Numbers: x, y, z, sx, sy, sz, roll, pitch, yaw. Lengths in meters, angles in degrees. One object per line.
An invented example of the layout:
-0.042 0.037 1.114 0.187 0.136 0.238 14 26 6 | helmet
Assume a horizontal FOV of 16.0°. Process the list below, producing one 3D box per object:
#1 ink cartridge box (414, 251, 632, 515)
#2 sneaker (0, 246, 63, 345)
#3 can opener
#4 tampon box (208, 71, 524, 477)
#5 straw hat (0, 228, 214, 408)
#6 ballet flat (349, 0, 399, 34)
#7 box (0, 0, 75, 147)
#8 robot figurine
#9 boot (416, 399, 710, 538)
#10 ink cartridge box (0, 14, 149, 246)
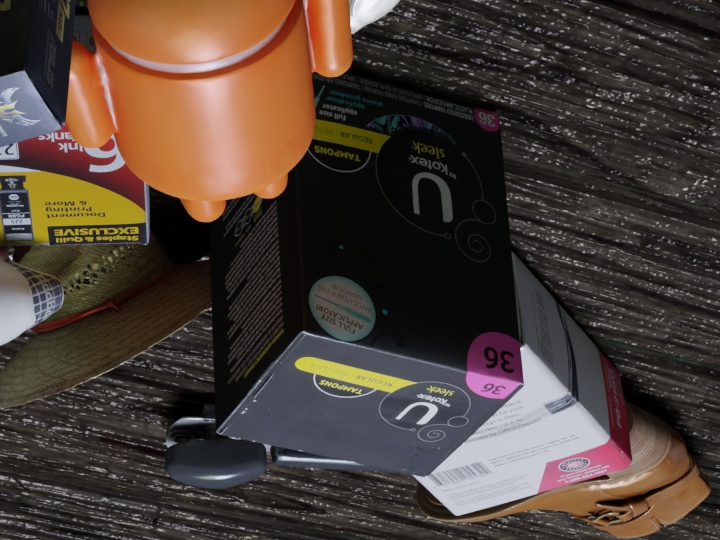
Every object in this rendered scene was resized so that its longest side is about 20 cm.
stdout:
0.085 0.081 1.798 0.144 0.085 0.200 -18 145 20 | ink cartridge box
-0.260 0.008 1.605 0.080 0.200 0.077 -20 115 -28 | sneaker
-0.046 0.137 1.885 0.199 0.067 0.053 5 146 -12 | can opener
0.000 0.000 1.564 0.150 0.200 0.126 13 143 -24 | tampon box
-0.171 0.001 1.643 0.201 0.201 0.085 -20 105 23 | straw hat
-0.022 -0.153 1.454 0.069 0.070 0.200 25 137 -36 | ballet flat
-0.227 -0.141 1.331 0.157 0.200 0.051 -15 139 15 | box
-0.083 -0.120 1.383 0.143 0.117 0.200 7 140 13 | robot figurine
0.158 0.169 1.951 0.200 0.074 0.155 -18 148 24 | boot
-0.227 -0.069 1.543 0.199 0.084 0.176 -2 148 -3 | ink cartridge box
